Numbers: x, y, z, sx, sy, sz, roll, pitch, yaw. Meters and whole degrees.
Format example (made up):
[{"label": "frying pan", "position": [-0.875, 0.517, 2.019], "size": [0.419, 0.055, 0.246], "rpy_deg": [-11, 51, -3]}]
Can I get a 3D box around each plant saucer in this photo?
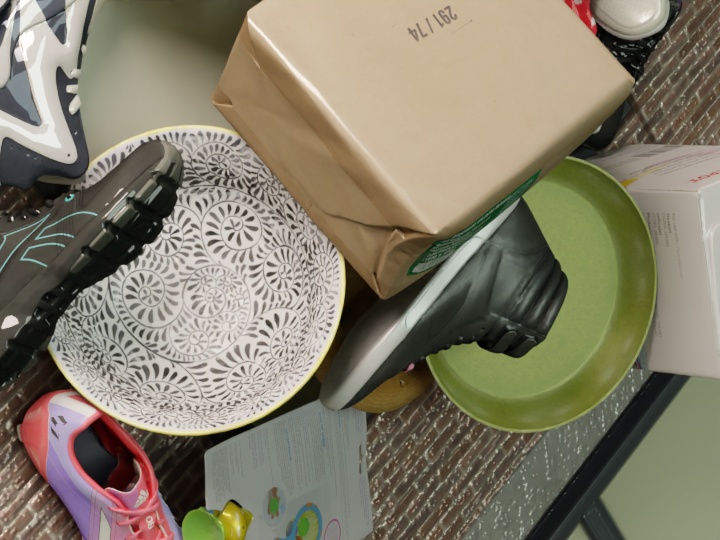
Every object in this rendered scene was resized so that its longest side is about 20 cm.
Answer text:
[{"label": "plant saucer", "position": [0.123, 0.015, 1.430], "size": [0.198, 0.031, 0.202], "rpy_deg": [-5, 102, -25]}]

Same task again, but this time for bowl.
[{"label": "bowl", "position": [-0.108, 0.015, 1.300], "size": [0.199, 0.094, 0.203], "rpy_deg": [0, 77, 0]}]

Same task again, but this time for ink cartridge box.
[{"label": "ink cartridge box", "position": [0.242, -0.012, 1.542], "size": [0.146, 0.199, 0.148], "rpy_deg": [-18, 104, -37]}]

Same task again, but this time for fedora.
[{"label": "fedora", "position": [0.000, 0.000, 1.417], "size": [0.200, 0.081, 0.203], "rpy_deg": [-12, 107, -44]}]

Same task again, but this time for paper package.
[{"label": "paper package", "position": [0.038, -0.118, 1.262], "size": [0.200, 0.104, 0.191], "rpy_deg": [-37, 81, -30]}]

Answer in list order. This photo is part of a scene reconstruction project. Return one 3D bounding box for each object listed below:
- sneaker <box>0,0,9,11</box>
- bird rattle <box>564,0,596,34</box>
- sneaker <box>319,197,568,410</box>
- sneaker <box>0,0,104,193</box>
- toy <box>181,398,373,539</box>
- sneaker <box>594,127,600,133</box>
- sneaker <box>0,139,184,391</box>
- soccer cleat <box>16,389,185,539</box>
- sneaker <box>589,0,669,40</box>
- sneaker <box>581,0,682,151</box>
[{"label": "sneaker", "position": [-0.247, -0.234, 1.190], "size": [0.203, 0.076, 0.147], "rpy_deg": [-54, 135, -35]}, {"label": "bird rattle", "position": [0.087, -0.164, 1.493], "size": [0.199, 0.112, 0.165], "rpy_deg": [-3, 110, -49]}, {"label": "sneaker", "position": [0.065, 0.042, 1.348], "size": [0.200, 0.071, 0.099], "rpy_deg": [-47, 108, -12]}, {"label": "sneaker", "position": [-0.197, -0.119, 1.250], "size": [0.199, 0.079, 0.130], "rpy_deg": [-49, 128, -32]}, {"label": "toy", "position": [-0.061, 0.154, 1.386], "size": [0.200, 0.047, 0.116], "rpy_deg": [-22, 111, -59]}, {"label": "sneaker", "position": [0.092, -0.114, 1.375], "size": [0.199, 0.087, 0.075], "rpy_deg": [-22, 146, -34]}, {"label": "sneaker", "position": [-0.193, -0.015, 1.218], "size": [0.200, 0.079, 0.075], "rpy_deg": [-45, 163, 1]}, {"label": "soccer cleat", "position": [-0.151, 0.160, 1.305], "size": [0.067, 0.076, 0.201], "rpy_deg": [-45, 119, -28]}, {"label": "sneaker", "position": [0.176, -0.269, 1.513], "size": [0.075, 0.081, 0.201], "rpy_deg": [-25, 88, 8]}, {"label": "sneaker", "position": [0.208, -0.196, 1.573], "size": [0.075, 0.087, 0.202], "rpy_deg": [11, 86, -40]}]
